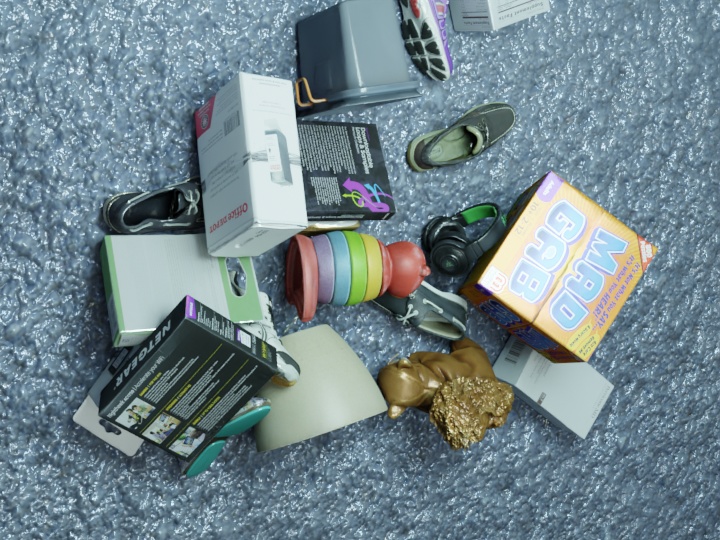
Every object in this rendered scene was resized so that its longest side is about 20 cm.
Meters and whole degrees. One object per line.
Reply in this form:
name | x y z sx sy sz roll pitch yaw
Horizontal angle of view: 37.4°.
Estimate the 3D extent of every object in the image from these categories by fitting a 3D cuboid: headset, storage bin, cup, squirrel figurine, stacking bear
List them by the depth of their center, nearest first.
storage bin | -0.023 -0.286 1.446 0.143 0.199 0.137 -12 96 -25
cup | -0.074 0.162 1.530 0.197 0.200 0.146 -16 85 -24
stacking bear | 0.000 0.000 1.533 0.196 0.121 0.116 -3 108 -17
headset | 0.126 -0.046 1.622 0.198 0.124 0.095 -33 114 8
squirrel figurine | 0.126 0.184 1.623 0.184 0.199 0.144 11 101 -39

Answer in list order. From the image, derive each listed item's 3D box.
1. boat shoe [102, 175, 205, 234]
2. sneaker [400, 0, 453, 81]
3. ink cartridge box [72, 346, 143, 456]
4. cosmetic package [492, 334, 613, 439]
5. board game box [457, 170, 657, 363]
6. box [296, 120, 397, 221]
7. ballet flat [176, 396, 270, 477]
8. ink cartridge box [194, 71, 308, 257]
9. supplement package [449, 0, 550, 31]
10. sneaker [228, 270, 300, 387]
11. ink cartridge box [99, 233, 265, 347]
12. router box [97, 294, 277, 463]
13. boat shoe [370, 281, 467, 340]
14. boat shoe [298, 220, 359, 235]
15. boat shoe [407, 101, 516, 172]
boat shoe | -0.244 -0.083 1.436 0.197 0.062 0.074 -10 105 -27
sneaker | 0.107 -0.378 1.554 0.083 0.080 0.203 -26 112 -27
ink cartridge box | -0.290 0.159 1.465 0.115 0.066 0.202 38 83 -29
cosmetic package | 0.325 0.185 1.801 0.199 0.081 0.114 35 82 -29
board game box | 0.294 0.003 1.633 0.198 0.200 0.202 35 84 1
box | -0.052 -0.140 1.504 0.196 0.036 0.146 -2 68 -27
ballet flat | -0.201 0.213 1.483 0.071 0.073 0.200 25 129 -30
ink cartridge box | -0.145 -0.133 1.389 0.084 0.145 0.204 3 74 -33
supplement package | 0.187 -0.464 1.557 0.112 0.109 0.204 -22 111 -22
sneaker | -0.142 0.072 1.466 0.087 0.199 0.076 -39 157 -26
ink cartridge box | -0.239 0.021 1.420 0.196 0.048 0.148 -2 60 -26
router box | -0.223 0.144 1.376 0.148 0.051 0.200 33 115 -27
boat shoe | 0.089 0.058 1.638 0.197 0.075 0.061 15 57 -29
boat shoe | -0.097 -0.086 1.520 0.197 0.071 0.071 -3 82 -28
boat shoe | 0.166 -0.201 1.632 0.198 0.066 0.073 -25 112 -22
